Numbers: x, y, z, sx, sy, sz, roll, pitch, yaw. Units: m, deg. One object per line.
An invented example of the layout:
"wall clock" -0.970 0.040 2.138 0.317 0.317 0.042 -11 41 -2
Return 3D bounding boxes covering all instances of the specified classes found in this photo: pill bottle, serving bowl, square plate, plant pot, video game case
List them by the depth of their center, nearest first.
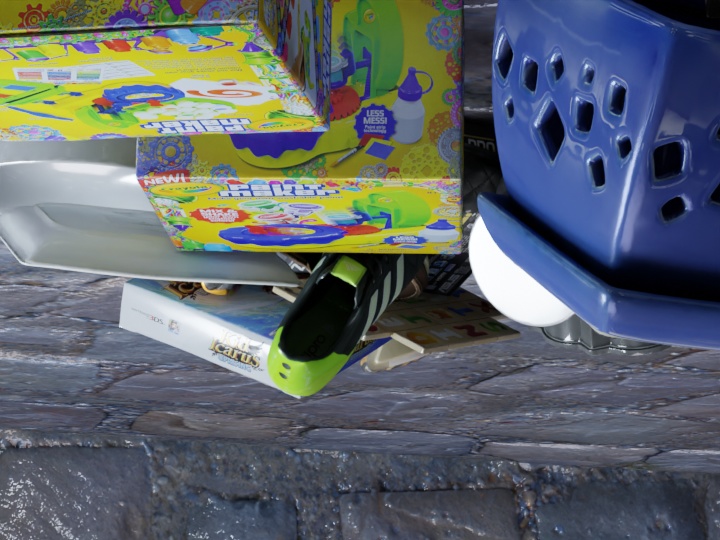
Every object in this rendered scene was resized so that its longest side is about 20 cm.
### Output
"plant pot" 0.186 -0.062 1.156 0.198 0.181 0.200 6 -162 -25
"pill bottle" 0.159 -0.042 1.375 0.119 0.121 0.200 -8 -164 36
"square plate" -0.160 -0.022 1.478 0.198 0.029 0.198 5 -172 -18
"serving bowl" -0.206 -0.086 1.526 0.198 0.066 0.200 2 168 0
"video game case" -0.072 0.027 1.702 0.180 0.046 0.200 18 -155 25

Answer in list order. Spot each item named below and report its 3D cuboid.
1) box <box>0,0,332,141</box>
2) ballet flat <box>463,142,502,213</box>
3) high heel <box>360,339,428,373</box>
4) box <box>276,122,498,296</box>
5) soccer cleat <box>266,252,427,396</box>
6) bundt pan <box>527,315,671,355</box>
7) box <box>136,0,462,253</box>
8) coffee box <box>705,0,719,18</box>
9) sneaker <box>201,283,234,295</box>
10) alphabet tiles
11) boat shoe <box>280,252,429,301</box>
"box" -0.128 -0.153 1.078 0.198 0.123 0.193 -1 167 9
"ballet flat" 0.130 -0.039 1.497 0.199 0.057 0.066 22 176 -33
"high heel" 0.026 0.040 1.854 0.142 0.200 0.072 -19 113 48
"box" 0.040 -0.050 1.591 0.160 0.050 0.200 6 152 -21
"soccer cleat" 0.000 0.000 1.433 0.067 0.201 0.081 30 160 6
"bundt pan" 0.224 -0.013 1.631 0.200 0.076 0.202 -10 -156 4
"box" -0.032 -0.092 1.315 0.198 0.123 0.193 0 167 4
"coffee box" 0.223 -0.190 0.966 0.112 0.081 0.200 0 168 8
"sneaker" -0.169 -0.037 1.664 0.199 0.078 0.078 16 179 37
"alphabet tiles" 0.029 0.026 1.647 0.166 0.006 0.199 28 -159 34
"boat shoe" -0.016 -0.011 1.530 0.074 0.075 0.202 -17 147 31
